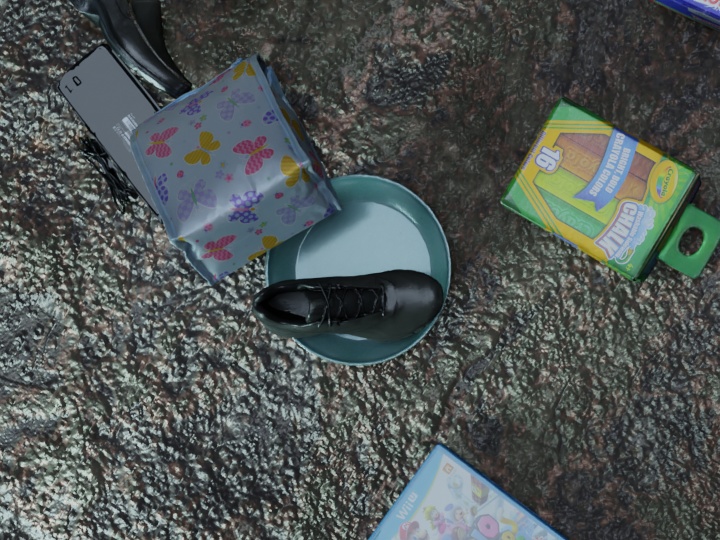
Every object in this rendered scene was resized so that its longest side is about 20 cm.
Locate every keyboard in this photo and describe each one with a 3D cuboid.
[{"bbox_3d":[-0.256,-0.142,1.785,0.104,0.040,0.200,-37,87,-2],"label":"keyboard"}]

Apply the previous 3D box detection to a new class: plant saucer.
[{"bbox_3d":[0.000,0.000,1.716,0.200,0.036,0.200,-1,87,13],"label":"plant saucer"}]

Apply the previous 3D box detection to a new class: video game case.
[{"bbox_3d":[0.120,0.294,1.684,0.200,0.018,0.143,36,96,12],"label":"video game case"}]

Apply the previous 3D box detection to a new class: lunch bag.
[{"bbox_3d":[-0.135,-0.114,1.697,0.169,0.127,0.200,-31,57,4],"label":"lunch bag"}]

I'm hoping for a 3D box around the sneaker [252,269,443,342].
[{"bbox_3d":[-0.016,0.037,1.654,0.200,0.091,0.076,-7,84,11],"label":"sneaker"}]

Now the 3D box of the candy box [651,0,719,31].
[{"bbox_3d":[0.397,-0.331,1.611,0.169,0.077,0.200,27,93,11],"label":"candy box"}]

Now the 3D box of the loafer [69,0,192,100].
[{"bbox_3d":[-0.245,-0.269,1.767,0.072,0.073,0.200,-43,81,3],"label":"loafer"}]

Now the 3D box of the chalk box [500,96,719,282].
[{"bbox_3d":[0.259,-0.066,1.614,0.200,0.124,0.125,30,94,13],"label":"chalk box"}]
